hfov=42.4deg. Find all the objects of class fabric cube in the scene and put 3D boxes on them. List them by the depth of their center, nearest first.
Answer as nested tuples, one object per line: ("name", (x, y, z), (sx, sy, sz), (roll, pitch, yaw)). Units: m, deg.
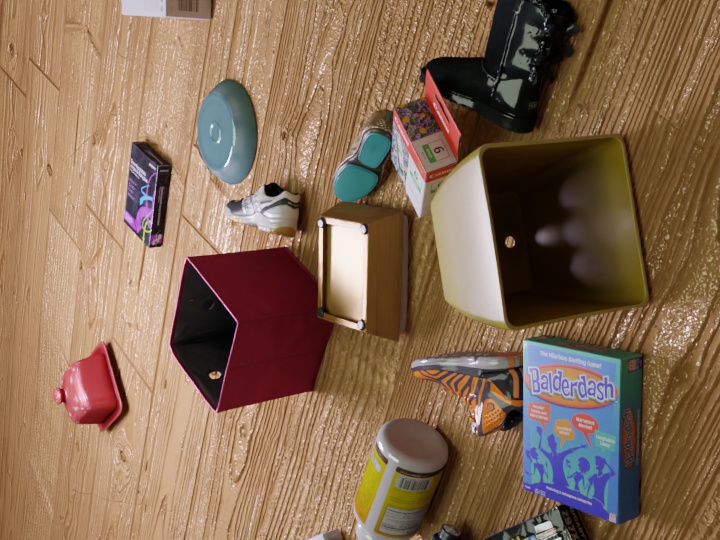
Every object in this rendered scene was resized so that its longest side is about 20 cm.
("fabric cube", (-0.189, 0.097, 1.604), (0.196, 0.199, 0.200), (44, 129, 39))

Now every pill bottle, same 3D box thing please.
("pill bottle", (0.054, 0.328, 1.395), (0.109, 0.109, 0.200), (44, 129, 40))

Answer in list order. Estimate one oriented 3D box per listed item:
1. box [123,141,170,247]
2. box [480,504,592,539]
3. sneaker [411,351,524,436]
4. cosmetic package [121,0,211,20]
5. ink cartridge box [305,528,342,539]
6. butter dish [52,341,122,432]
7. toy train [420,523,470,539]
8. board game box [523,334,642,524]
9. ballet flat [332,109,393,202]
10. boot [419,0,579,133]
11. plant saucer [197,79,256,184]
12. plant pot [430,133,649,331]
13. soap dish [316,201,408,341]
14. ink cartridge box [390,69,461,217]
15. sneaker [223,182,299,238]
("box", (-0.480, -0.171, 2.078), (0.143, 0.036, 0.200), (38, 124, 43))
("box", (0.224, 0.411, 1.203), (0.200, 0.049, 0.160), (-38, 64, 35))
("sneaker", (0.146, 0.170, 1.271), (0.200, 0.077, 0.112), (-6, 91, 53))
("cosmetic package", (-0.385, -0.535, 1.833), (0.200, 0.101, 0.071), (20, 111, 49))
("ink cartridge box", (-0.067, 0.580, 1.658), (0.200, 0.041, 0.200), (-39, 66, 49))
("butter dish", (-0.713, 0.310, 2.380), (0.200, 0.148, 0.200), (-41, 65, 48))
("toy train", (0.118, 0.472, 1.350), (0.114, 0.085, 0.200), (31, 106, 32))
("board game box", (0.269, 0.190, 1.139), (0.152, 0.045, 0.200), (8, 102, 52))
("ballet flat", (0.013, -0.174, 1.402), (0.200, 0.070, 0.065), (-47, 19, 57))
("boot", (0.170, -0.280, 1.165), (0.198, 0.073, 0.163), (36, 126, 35))
("plant saucer", (-0.265, -0.264, 1.776), (0.200, 0.036, 0.200), (13, 106, 51))
("plant pot", (0.191, -0.039, 1.096), (0.176, 0.200, 0.200), (-11, 87, 65))
("soap dish", (0.000, 0.000, 1.433), (0.157, 0.081, 0.200), (15, 106, 51))
("ink cartridge box", (0.084, -0.165, 1.242), (0.200, 0.050, 0.109), (89, 158, -68))
("sneaker", (-0.170, -0.116, 1.661), (0.200, 0.076, 0.088), (16, 93, 47))
